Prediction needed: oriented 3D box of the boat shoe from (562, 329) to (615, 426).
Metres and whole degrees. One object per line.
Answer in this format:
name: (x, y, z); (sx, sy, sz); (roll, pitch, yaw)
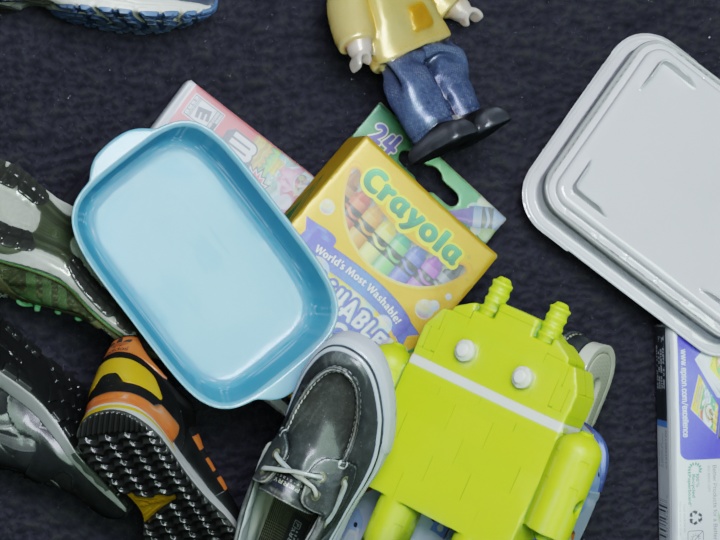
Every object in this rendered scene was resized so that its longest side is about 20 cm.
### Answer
boat shoe: (0.110, 0.134, 1.779); (0.067, 0.072, 0.201); (24, 93, 24)

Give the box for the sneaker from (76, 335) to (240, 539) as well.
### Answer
sneaker: (-0.120, 0.125, 1.688); (0.070, 0.090, 0.200); (-10, 137, 19)

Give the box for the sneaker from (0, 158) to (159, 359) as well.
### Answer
sneaker: (-0.206, -0.001, 1.686); (0.200, 0.089, 0.077); (35, 51, -20)

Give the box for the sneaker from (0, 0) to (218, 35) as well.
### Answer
sneaker: (-0.188, -0.209, 1.683); (0.199, 0.077, 0.086); (10, 85, -15)

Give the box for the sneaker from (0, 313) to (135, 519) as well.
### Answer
sneaker: (-0.235, 0.100, 1.692); (0.087, 0.076, 0.200); (-36, 109, 19)

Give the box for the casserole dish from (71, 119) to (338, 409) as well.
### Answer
casserole dish: (-0.103, -0.004, 1.657); (0.121, 0.039, 0.200); (-39, 98, -9)

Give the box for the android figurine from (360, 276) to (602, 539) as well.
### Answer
android figurine: (0.075, 0.105, 1.655); (0.182, 0.041, 0.201); (27, 94, 30)

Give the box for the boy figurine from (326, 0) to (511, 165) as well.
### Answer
boy figurine: (0.031, -0.175, 1.732); (0.124, 0.064, 0.201); (-17, 82, -39)

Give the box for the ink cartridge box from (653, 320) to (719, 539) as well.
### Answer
ink cartridge box: (0.310, 0.131, 1.829); (0.199, 0.043, 0.199); (-1, 91, -12)

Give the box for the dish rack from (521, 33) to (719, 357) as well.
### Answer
dish rack: (0.232, -0.057, 1.785); (0.200, 0.044, 0.172); (37, 75, -5)

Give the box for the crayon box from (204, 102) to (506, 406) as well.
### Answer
crayon box: (0.000, 0.000, 1.727); (0.126, 0.052, 0.200); (42, 81, -12)

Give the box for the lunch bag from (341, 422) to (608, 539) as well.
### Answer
lunch bag: (0.067, 0.157, 1.716); (0.160, 0.075, 0.201); (27, 95, 30)

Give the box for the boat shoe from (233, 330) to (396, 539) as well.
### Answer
boat shoe: (-0.032, 0.135, 1.638); (0.072, 0.071, 0.201); (26, 117, 20)

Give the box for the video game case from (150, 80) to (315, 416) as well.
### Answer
video game case: (-0.081, -0.013, 1.742); (0.200, 0.017, 0.143); (38, 82, -12)
